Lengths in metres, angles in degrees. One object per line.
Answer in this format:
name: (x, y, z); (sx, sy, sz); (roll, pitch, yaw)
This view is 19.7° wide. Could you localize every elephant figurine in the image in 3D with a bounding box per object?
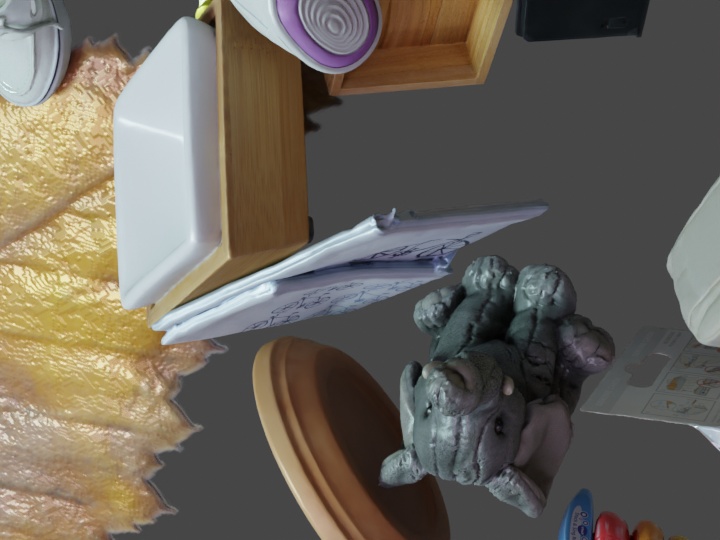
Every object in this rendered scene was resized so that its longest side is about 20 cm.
elephant figurine: (0.069, 0.090, 1.293); (0.141, 0.200, 0.155); (-25, 111, 33)

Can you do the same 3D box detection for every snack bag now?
snack bag: (0.000, 0.000, 1.282); (0.200, 0.188, 0.021); (-25, 79, 37)

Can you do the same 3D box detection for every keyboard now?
keyboard: (0.151, -0.187, 1.133); (0.126, 0.021, 0.200); (-3, 154, -2)

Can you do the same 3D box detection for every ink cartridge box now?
ink cartridge box: (0.249, 0.086, 1.239); (0.199, 0.163, 0.057); (1, 107, 22)

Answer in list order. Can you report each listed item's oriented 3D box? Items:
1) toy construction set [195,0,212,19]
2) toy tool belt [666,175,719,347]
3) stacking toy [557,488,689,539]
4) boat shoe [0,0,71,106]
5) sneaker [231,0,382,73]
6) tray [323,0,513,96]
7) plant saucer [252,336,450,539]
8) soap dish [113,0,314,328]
toy construction set: (-0.039, -0.221, 1.211); (0.131, 0.092, 0.200); (24, 139, 7)
toy tool belt: (0.272, -0.034, 1.196); (0.122, 0.125, 0.200); (8, 135, -21)
stacking toy: (0.229, 0.222, 1.389); (0.199, 0.116, 0.110); (6, 127, 6)
boat shoe: (-0.234, -0.178, 1.315); (0.074, 0.086, 0.203); (15, 131, 15)
sneaker: (-0.073, -0.188, 1.122); (0.200, 0.075, 0.100); (53, 169, -26)
tray: (0.041, -0.175, 1.167); (0.098, 0.037, 0.200); (-6, 150, -15)
plant saucer: (0.002, 0.126, 1.358); (0.037, 0.200, 0.200); (-31, 107, 15)
soap dish: (-0.092, -0.060, 1.262); (0.081, 0.158, 0.200); (1, 167, -19)
